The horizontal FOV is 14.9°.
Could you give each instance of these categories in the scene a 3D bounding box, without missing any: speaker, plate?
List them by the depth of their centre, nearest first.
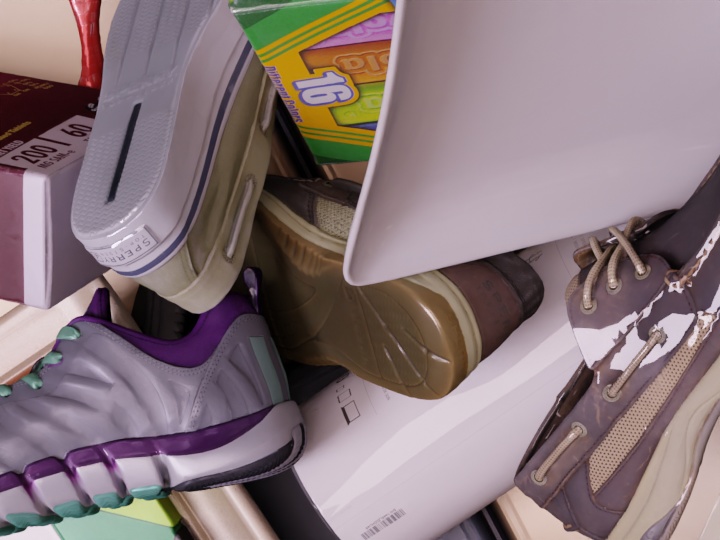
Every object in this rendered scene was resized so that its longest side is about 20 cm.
[{"bbox_3d":[0.091,-0.086,0.985,0.199,0.200,0.032,-14,54,-20],"label":"plate"},{"bbox_3d":[0.068,0.038,1.128,0.200,0.081,0.081,-35,85,13],"label":"speaker"}]

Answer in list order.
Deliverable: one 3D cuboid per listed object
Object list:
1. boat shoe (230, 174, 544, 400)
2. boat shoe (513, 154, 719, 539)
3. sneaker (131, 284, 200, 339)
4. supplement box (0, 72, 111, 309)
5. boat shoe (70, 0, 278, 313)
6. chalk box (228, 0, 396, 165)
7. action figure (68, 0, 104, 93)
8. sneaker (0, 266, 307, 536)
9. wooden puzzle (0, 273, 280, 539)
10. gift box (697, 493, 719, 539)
[{"bbox_3d":[0.000,-0.001,1.118,0.066,0.201,0.072,-22,115,-26],"label":"boat shoe"},{"bbox_3d":[0.111,0.019,1.036,0.073,0.075,0.200,20,111,0],"label":"boat shoe"},{"bbox_3d":[-0.128,0.089,1.190,0.104,0.060,0.200,8,98,10],"label":"sneaker"},{"bbox_3d":[-0.189,-0.045,1.149,0.200,0.109,0.061,11,113,22],"label":"supplement box"},{"bbox_3d":[-0.065,-0.070,1.108,0.072,0.062,0.200,-13,46,35],"label":"boat shoe"},{"bbox_3d":[0.063,-0.131,1.075,0.200,0.124,0.125,-7,61,14],"label":"chalk box"},{"bbox_3d":[-0.108,-0.179,1.172,0.065,0.052,0.200,-6,99,9],"label":"action figure"},{"bbox_3d":[-0.125,0.057,1.098,0.200,0.074,0.088,-12,84,-3],"label":"sneaker"},{"bbox_3d":[-0.140,0.124,1.152,0.200,0.037,0.185,-33,91,16],"label":"wooden puzzle"},{"bbox_3d":[0.223,0.078,1.047,0.184,0.200,0.187,25,115,7],"label":"gift box"}]
